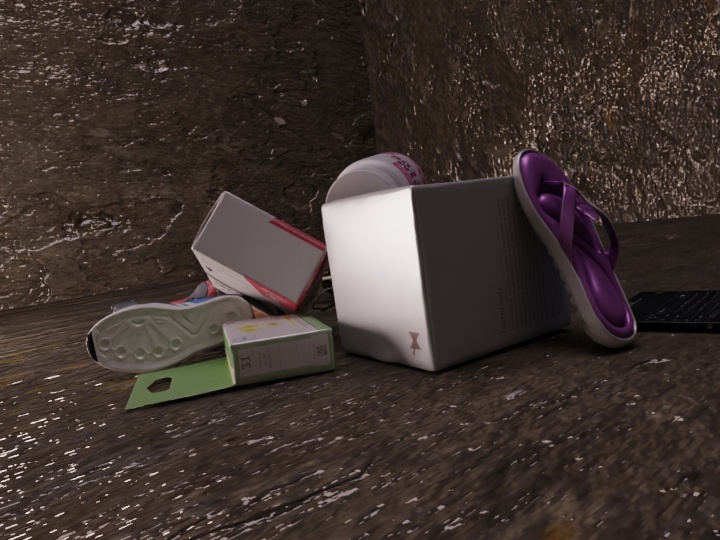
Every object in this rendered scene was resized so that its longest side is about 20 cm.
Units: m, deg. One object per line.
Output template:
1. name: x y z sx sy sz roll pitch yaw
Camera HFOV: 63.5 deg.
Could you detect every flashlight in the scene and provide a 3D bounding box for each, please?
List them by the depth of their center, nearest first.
1. flashlight: -0.319 0.060 0.997 0.197 0.069 0.068 -12 33 -30

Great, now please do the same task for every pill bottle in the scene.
1. pill bottle: 0.024 -0.098 0.795 0.111 0.115 0.200 -6 13 15

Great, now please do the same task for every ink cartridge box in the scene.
1. ink cartridge box: -0.138 0.087 0.611 0.197 0.049 0.145 -6 4 -16
2. ink cartridge box: -0.126 -0.003 0.759 0.144 0.086 0.200 28 -14 1

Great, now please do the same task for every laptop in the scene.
1. laptop: 0.358 -0.008 0.590 0.198 0.105 0.176 -4 5 43

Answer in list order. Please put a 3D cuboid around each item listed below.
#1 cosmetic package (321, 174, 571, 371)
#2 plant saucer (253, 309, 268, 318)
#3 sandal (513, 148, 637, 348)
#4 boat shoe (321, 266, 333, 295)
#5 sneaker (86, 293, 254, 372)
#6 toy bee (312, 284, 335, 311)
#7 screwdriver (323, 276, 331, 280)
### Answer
1. cosmetic package: 0.091 -0.007 0.621 0.198 0.169 0.166 -11 6 -33
2. plant saucer: -0.190 0.077 0.941 0.197 0.033 0.200 -8 3 0
3. sandal: 0.208 -0.032 0.536 0.081 0.205 0.050 -8 -21 -36
4. boat shoe: -0.045 0.022 1.151 0.069 0.072 0.200 -1 -4 0
5. sneaker: -0.235 0.079 0.750 0.197 0.082 0.146 -13 -3 -17
6. toy bee: 0.008 0.023 0.776 0.197 0.109 0.132 -15 47 14
7. screwdriver: 0.000 0.000 0.913 0.197 0.030 0.028 -3 21 31
